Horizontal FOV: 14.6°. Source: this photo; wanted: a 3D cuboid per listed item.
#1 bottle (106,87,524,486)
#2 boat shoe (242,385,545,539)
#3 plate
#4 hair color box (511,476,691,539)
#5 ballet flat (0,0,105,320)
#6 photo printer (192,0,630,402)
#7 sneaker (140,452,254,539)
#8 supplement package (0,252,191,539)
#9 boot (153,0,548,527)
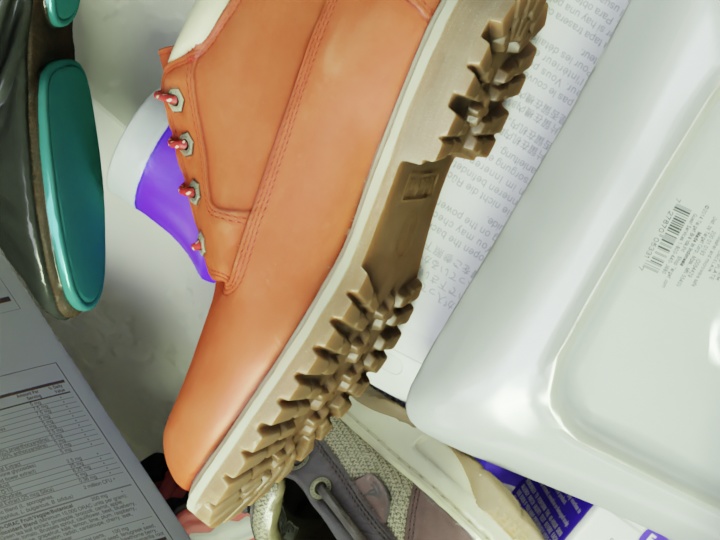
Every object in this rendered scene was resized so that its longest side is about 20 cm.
[{"bbox_3d":[0.000,0.000,1.038,0.199,0.065,0.084,30,132,11],"label":"bottle"},{"bbox_3d":[-0.013,0.076,0.993,0.200,0.065,0.072,26,156,54],"label":"boat shoe"},{"bbox_3d":[0.144,0.009,0.898,0.199,0.032,0.200,25,107,-16],"label":"plate"},{"bbox_3d":[0.093,0.124,0.984,0.109,0.065,0.200,37,100,-20],"label":"hair color box"},{"bbox_3d":[-0.131,-0.082,1.039,0.068,0.068,0.202,0,92,15],"label":"ballet flat"},{"bbox_3d":[0.047,-0.051,0.943,0.166,0.069,0.201,32,104,10],"label":"photo printer"},{"bbox_3d":[-0.020,0.109,1.118,0.199,0.074,0.087,-13,119,40],"label":"sneaker"},{"bbox_3d":[-0.174,0.116,1.082,0.200,0.150,0.152,52,146,36],"label":"supplement package"},{"bbox_3d":[-0.029,-0.021,0.899,0.107,0.075,0.201,27,95,14],"label":"boot"}]
